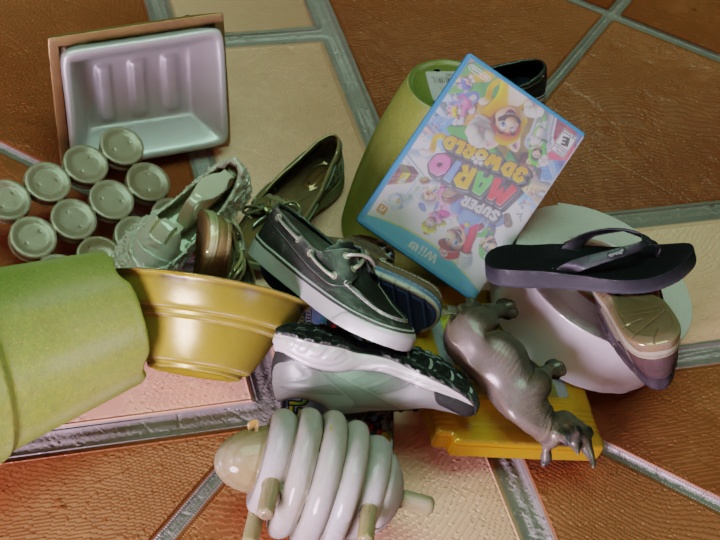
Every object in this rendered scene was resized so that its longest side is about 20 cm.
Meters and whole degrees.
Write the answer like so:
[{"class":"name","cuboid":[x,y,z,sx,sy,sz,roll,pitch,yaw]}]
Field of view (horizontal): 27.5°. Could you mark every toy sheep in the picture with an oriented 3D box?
[{"class":"toy sheep","cuboid":[-0.032,0.187,1.288,0.199,0.138,0.138,19,42,-10]}]

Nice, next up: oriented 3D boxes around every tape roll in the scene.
[{"class":"tape roll","cuboid":[0.234,0.026,1.498,0.201,0.071,0.203,15,42,-14]}]

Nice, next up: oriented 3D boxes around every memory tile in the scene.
[{"class":"memory tile","cuboid":[-0.284,-0.061,1.550,0.200,0.017,0.154,-30,76,-35]}]

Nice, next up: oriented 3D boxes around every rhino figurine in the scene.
[{"class":"rhino figurine","cuboid":[0.152,0.108,1.377,0.200,0.060,0.087,50,35,9]}]

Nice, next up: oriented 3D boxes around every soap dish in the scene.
[{"class":"soap dish","cuboid":[-0.249,-0.204,1.647,0.199,0.158,0.081,-12,30,-20]}]

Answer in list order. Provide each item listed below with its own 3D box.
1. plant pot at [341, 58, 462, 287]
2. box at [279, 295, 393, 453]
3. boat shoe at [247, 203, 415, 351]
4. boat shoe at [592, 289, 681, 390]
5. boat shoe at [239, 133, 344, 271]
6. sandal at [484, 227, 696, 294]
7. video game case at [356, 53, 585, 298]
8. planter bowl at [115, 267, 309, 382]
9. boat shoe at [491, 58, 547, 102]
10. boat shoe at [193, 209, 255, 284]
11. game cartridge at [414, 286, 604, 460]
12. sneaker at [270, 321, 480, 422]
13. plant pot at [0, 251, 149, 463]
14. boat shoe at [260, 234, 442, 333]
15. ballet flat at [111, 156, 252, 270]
[{"class":"plant pot","cuboid":[0.081,-0.117,1.564,0.186,0.201,0.188,4,44,-4]},{"class":"box","cuboid":[-0.023,0.109,1.433,0.109,0.035,0.201,4,44,-4]},{"class":"boat shoe","cuboid":[-0.022,0.004,1.377,0.200,0.064,0.071,35,14,26]},{"class":"boat shoe","cuboid":[0.257,0.044,1.388,0.071,0.065,0.200,-6,25,-3]},{"class":"boat shoe","cuboid":[-0.079,-0.076,1.596,0.073,0.063,0.200,22,46,13]},{"class":"sandal","cuboid":[0.216,-0.012,1.385,0.199,0.043,0.076,-1,26,8]},{"class":"video game case","cuboid":[0.109,-0.092,1.456,0.143,0.201,0.018,34,1,-3]},{"class":"planter bowl","cuboid":[-0.152,0.059,1.399,0.199,0.200,0.084,8,81,0]},{"class":"boat shoe","cuboid":[0.137,-0.217,1.780,0.199,0.057,0.069,-14,48,-22]},{"class":"boat shoe","cuboid":[-0.131,-0.010,1.436,0.063,0.201,0.074,5,73,-5]},{"class":"game cartridge","cuboid":[0.133,0.098,1.448,0.175,0.033,0.201,4,43,-20]},{"class":"sneaker","cuboid":[0.012,0.106,1.358,0.199,0.080,0.074,13,12,2]},{"class":"plant pot","cuboid":[-0.298,0.069,1.321,0.183,0.201,0.200,-20,50,-30]},{"class":"boat shoe","cuboid":[0.000,0.000,1.458,0.199,0.073,0.072,19,44,24]},{"class":"ballet flat","cuboid":[-0.188,-0.051,1.518,0.072,0.072,0.200,32,63,23]}]
